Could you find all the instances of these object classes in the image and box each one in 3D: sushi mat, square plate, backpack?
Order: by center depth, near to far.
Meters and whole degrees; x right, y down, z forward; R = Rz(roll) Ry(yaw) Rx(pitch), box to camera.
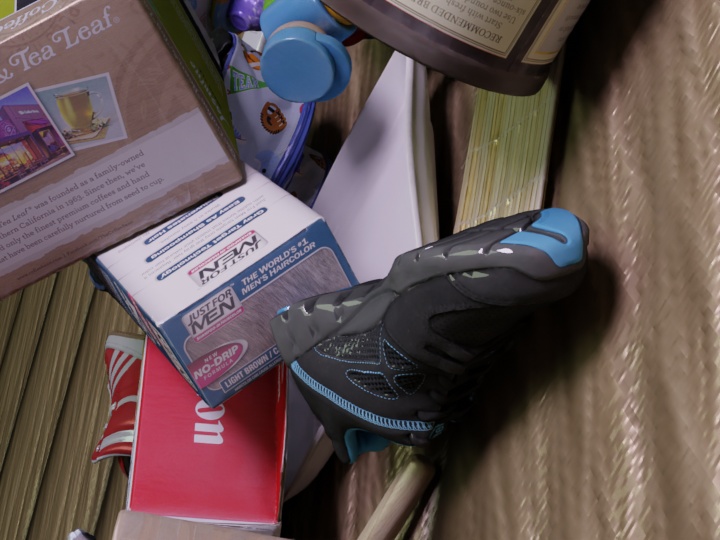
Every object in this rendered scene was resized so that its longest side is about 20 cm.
[{"bbox_3d":[0.072,-0.066,0.717,0.096,0.012,0.200,-34,41,60],"label":"sushi mat"},{"bbox_3d":[0.000,0.000,0.822,0.200,0.028,0.198,-90,21,-44],"label":"square plate"},{"bbox_3d":[-0.103,-0.064,0.998,0.191,0.154,0.200,-66,26,5],"label":"backpack"}]

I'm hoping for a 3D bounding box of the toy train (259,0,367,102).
[{"bbox_3d":[0.025,-0.178,0.813,0.200,0.085,0.116,-31,32,29],"label":"toy train"}]

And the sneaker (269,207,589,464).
[{"bbox_3d":[0.037,0.030,0.637,0.200,0.073,0.082,-28,81,56],"label":"sneaker"}]

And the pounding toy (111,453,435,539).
[{"bbox_3d":[-0.061,0.202,0.696,0.184,0.142,0.200,111,169,-54],"label":"pounding toy"}]

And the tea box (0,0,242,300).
[{"bbox_3d":[-0.190,-0.101,0.829,0.200,0.134,0.197,-26,31,6],"label":"tea box"}]

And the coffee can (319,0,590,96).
[{"bbox_3d":[0.067,-0.198,0.628,0.200,0.146,0.146,-59,22,23],"label":"coffee can"}]

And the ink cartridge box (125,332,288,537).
[{"bbox_3d":[-0.089,0.095,0.843,0.200,0.084,0.176,-94,12,-50],"label":"ink cartridge box"}]

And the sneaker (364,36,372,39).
[{"bbox_3d":[0.034,-0.234,0.918,0.200,0.067,0.090,-64,27,22],"label":"sneaker"}]

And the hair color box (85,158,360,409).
[{"bbox_3d":[-0.088,-0.009,0.801,0.100,0.061,0.200,-34,29,-11],"label":"hair color box"}]

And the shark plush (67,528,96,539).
[{"bbox_3d":[-0.164,0.212,0.937,0.200,0.083,0.091,83,-164,-77],"label":"shark plush"}]

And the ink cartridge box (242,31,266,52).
[{"bbox_3d":[-0.100,-0.162,1.251,0.163,0.057,0.200,-70,23,6],"label":"ink cartridge box"}]

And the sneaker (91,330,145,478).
[{"bbox_3d":[-0.177,0.112,1.171,0.200,0.071,0.113,-5,64,68],"label":"sneaker"}]

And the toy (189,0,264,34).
[{"bbox_3d":[-0.056,-0.217,1.076,0.200,0.047,0.115,-51,-12,-23],"label":"toy"}]
